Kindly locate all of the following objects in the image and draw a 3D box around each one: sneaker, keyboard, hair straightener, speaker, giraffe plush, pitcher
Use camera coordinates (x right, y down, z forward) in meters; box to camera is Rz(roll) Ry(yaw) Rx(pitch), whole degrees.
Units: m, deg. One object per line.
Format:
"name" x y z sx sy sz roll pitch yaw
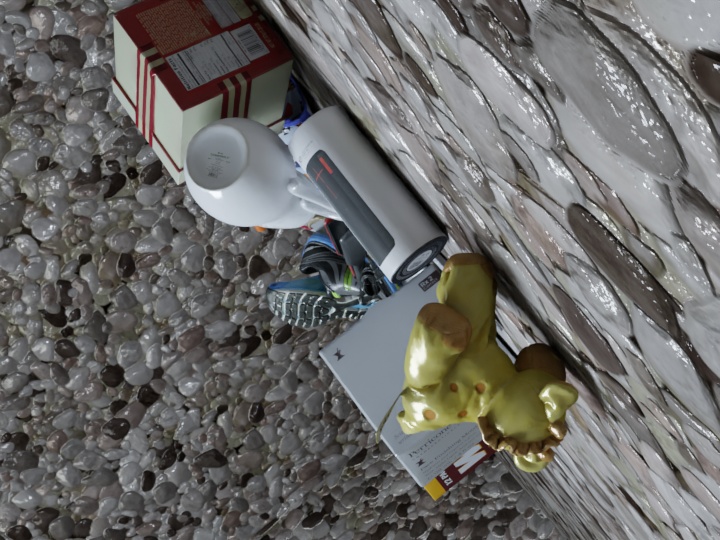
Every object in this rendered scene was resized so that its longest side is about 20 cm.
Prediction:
"sneaker" -0.009 0.015 1.629 0.199 0.083 0.071 27 178 30
"sneaker" -0.056 0.032 1.714 0.079 0.199 0.090 112 148 -43
"keyboard" 0.112 0.006 1.343 0.200 0.011 0.056 51 177 47
"hair straightener" 0.000 0.000 1.457 0.077 0.041 0.200 47 164 31
"speaker" 0.006 -0.087 1.209 0.200 0.081 0.081 53 178 15
"giraffe plush" 0.128 0.105 1.038 0.162 0.201 0.173 22 166 13
"pitcher" -0.104 -0.102 1.286 0.171 0.122 0.200 11 173 21

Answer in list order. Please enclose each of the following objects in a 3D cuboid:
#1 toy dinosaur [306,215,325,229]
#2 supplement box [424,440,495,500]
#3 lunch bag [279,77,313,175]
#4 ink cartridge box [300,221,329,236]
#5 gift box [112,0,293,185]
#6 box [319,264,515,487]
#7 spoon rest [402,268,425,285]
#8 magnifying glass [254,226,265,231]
"toy dinosaur" -0.036 -0.101 1.566 0.200 0.101 0.058 151 101 -86
"supplement box" 0.127 0.206 1.682 0.133 0.200 0.197 53 178 -23
"lunch bag" -0.122 -0.205 1.532 0.200 0.124 0.170 32 166 31
"ink cartridge box" -0.102 -0.143 1.715 0.145 0.083 0.200 15 -159 -35
"gift box" -0.182 -0.233 1.349 0.185 0.199 0.187 58 157 17
"box" 0.089 0.139 1.448 0.200 0.199 0.131 51 178 35
"spoon rest" 0.072 -0.005 1.560 0.200 0.061 0.099 37 -170 -43
"magnifying glass" -0.185 -0.131 1.671 0.080 0.022 0.200 52 169 40
